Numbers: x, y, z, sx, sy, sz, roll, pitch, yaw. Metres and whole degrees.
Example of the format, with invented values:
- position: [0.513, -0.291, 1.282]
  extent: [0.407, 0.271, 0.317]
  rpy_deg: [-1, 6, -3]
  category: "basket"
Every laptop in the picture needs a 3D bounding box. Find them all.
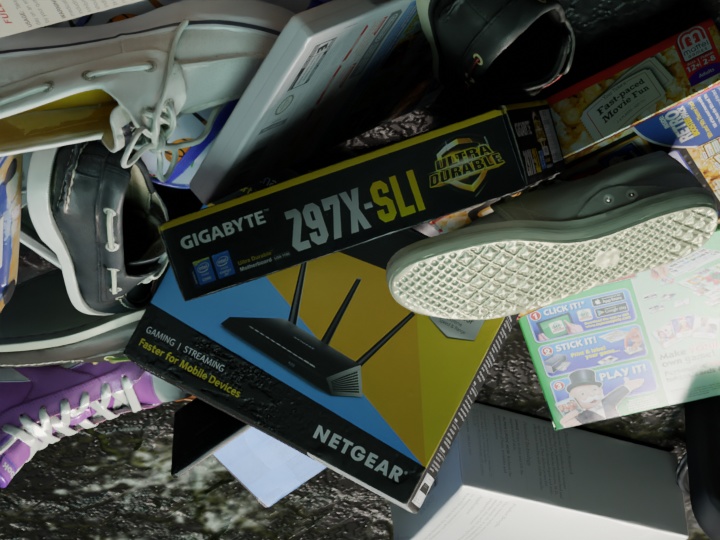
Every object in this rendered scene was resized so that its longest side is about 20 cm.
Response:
- position: [-0.017, 0.095, 1.446]
  extent: [0.187, 0.200, 0.116]
  rpy_deg: [-35, 103, 5]
  category: "laptop"

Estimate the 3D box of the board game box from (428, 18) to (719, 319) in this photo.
- position: [0.151, -0.057, 1.321]
  extent: [0.199, 0.047, 0.152]
  rpy_deg: [-26, 147, 13]
  category: "board game box"

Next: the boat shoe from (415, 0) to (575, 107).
- position: [0.081, -0.121, 1.205]
  extent: [0.074, 0.063, 0.201]
  rpy_deg: [-43, 165, 1]
  category: "boat shoe"

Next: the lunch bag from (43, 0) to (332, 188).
- position: [-0.098, -0.132, 1.226]
  extent: [0.160, 0.076, 0.200]
  rpy_deg: [19, 138, -29]
  category: "lunch bag"

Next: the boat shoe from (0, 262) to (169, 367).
- position: [-0.152, 0.031, 1.399]
  extent: [0.200, 0.072, 0.061]
  rpy_deg: [-15, 130, 8]
  category: "boat shoe"

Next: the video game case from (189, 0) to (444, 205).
- position: [0.005, -0.114, 1.200]
  extent: [0.200, 0.018, 0.143]
  rpy_deg: [-27, 161, -43]
  category: "video game case"

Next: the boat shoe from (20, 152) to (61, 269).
- position: [-0.210, -0.063, 1.308]
  extent: [0.073, 0.067, 0.200]
  rpy_deg: [-29, 135, 29]
  category: "boat shoe"

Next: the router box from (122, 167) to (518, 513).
- position: [-0.021, 0.034, 1.310]
  extent: [0.199, 0.150, 0.051]
  rpy_deg: [26, 173, 14]
  category: "router box"

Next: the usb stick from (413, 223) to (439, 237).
- position: [0.000, 0.000, 1.375]
  extent: [0.200, 0.033, 0.056]
  rpy_deg: [-36, 145, 0]
  category: "usb stick"

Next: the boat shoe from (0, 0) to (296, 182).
- position: [-0.121, -0.087, 1.142]
  extent: [0.201, 0.087, 0.075]
  rpy_deg: [-6, 148, -9]
  category: "boat shoe"

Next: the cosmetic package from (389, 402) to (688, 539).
- position: [0.134, 0.176, 1.632]
  extent: [0.199, 0.082, 0.113]
  rpy_deg: [15, 139, -24]
  category: "cosmetic package"

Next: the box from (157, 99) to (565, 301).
- position: [0.006, -0.041, 1.197]
  extent: [0.199, 0.050, 0.160]
  rpy_deg: [-18, -177, 14]
  category: "box"

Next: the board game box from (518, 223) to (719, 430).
- position: [0.209, 0.029, 1.460]
  extent: [0.199, 0.029, 0.135]
  rpy_deg: [-13, 122, 12]
  category: "board game box"

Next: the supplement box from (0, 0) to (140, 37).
- position: [-0.122, -0.202, 1.090]
  extent: [0.199, 0.127, 0.074]
  rpy_deg: [-13, 142, 11]
  category: "supplement box"

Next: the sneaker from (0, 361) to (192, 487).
- position: [-0.200, 0.097, 1.454]
  extent: [0.199, 0.115, 0.073]
  rpy_deg: [-1, 145, 10]
  category: "sneaker"

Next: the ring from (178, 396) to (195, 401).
- position: [-0.092, 0.036, 1.484]
  extent: [0.199, 0.019, 0.201]
  rpy_deg: [-3, 142, -2]
  category: "ring"

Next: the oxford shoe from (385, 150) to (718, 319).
- position: [0.107, -0.022, 1.252]
  extent: [0.199, 0.058, 0.075]
  rpy_deg: [-15, 144, -11]
  category: "oxford shoe"

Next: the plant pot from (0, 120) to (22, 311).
- position: [-0.297, -0.017, 1.212]
  extent: [0.179, 0.201, 0.201]
  rpy_deg: [20, 140, 7]
  category: "plant pot"

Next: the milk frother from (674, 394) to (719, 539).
- position: [0.316, 0.160, 1.536]
  extent: [0.179, 0.189, 0.201]
  rpy_deg: [-7, 141, 7]
  category: "milk frother"

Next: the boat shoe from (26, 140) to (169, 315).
- position: [-0.141, -0.019, 1.270]
  extent: [0.060, 0.076, 0.200]
  rpy_deg: [10, 165, 12]
  category: "boat shoe"
